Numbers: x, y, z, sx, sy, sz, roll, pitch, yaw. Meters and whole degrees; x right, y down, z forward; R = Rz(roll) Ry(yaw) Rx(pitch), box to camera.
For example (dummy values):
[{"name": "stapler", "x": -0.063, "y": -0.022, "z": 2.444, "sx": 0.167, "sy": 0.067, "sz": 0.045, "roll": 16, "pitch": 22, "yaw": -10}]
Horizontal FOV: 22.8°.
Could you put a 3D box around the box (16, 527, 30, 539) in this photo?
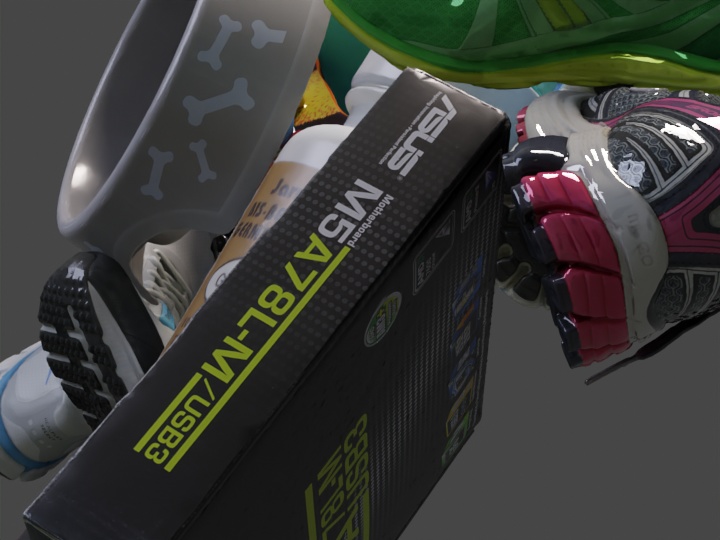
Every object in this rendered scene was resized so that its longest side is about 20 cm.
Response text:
[{"name": "box", "x": -0.092, "y": 0.114, "z": 0.980, "sx": 0.200, "sy": 0.106, "sz": 0.122, "roll": -53, "pitch": 6, "yaw": -32}]

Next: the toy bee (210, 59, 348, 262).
[{"name": "toy bee", "x": -0.023, "y": -0.057, "z": 0.957, "sx": 0.108, "sy": 0.202, "sz": 0.131, "roll": -12, "pitch": -27, "yaw": 4}]

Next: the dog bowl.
[{"name": "dog bowl", "x": -0.084, "y": -0.086, "z": 0.867, "sx": 0.200, "sy": 0.058, "sz": 0.201, "roll": -53, "pitch": 21, "yaw": 31}]

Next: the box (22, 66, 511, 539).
[{"name": "box", "x": -0.021, "y": 0.064, "z": 0.592, "sx": 0.194, "sy": 0.047, "sz": 0.201, "roll": -53, "pitch": -20, "yaw": -29}]

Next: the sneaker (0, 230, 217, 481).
[{"name": "sneaker", "x": -0.115, "y": 0.029, "z": 0.934, "sx": 0.086, "sy": 0.075, "sz": 0.201, "roll": -20, "pitch": 28, "yaw": 42}]

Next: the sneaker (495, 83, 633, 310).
[{"name": "sneaker", "x": 0.112, "y": -0.074, "z": 0.727, "sx": 0.200, "sy": 0.078, "sz": 0.090, "roll": -50, "pitch": 1, "yaw": -3}]

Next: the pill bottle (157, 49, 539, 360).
[{"name": "pill bottle", "x": 0.000, "y": 0.000, "z": 0.779, "sx": 0.201, "sy": 0.114, "sz": 0.114, "roll": -60, "pitch": 6, "yaw": -11}]

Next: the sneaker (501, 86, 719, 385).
[{"name": "sneaker", "x": 0.091, "y": -0.018, "z": 0.539, "sx": 0.074, "sy": 0.081, "sz": 0.200, "roll": -18, "pitch": 9, "yaw": 9}]

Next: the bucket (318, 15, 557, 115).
[{"name": "bucket", "x": 0.055, "y": -0.132, "z": 1.052, "sx": 0.207, "sy": 0.207, "sz": 0.135, "roll": -44, "pitch": 11, "yaw": 51}]

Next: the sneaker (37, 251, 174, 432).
[{"name": "sneaker", "x": -0.083, "y": 0.065, "z": 0.849, "sx": 0.080, "sy": 0.201, "sz": 0.073, "roll": -41, "pitch": 35, "yaw": -23}]

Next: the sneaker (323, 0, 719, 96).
[{"name": "sneaker", "x": 0.081, "y": -0.108, "z": 0.634, "sx": 0.074, "sy": 0.198, "sz": 0.084, "roll": -41, "pitch": -48, "yaw": -56}]

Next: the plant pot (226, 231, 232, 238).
[{"name": "plant pot", "x": -0.021, "y": -0.072, "z": 1.394, "sx": 0.197, "sy": 0.196, "sz": 0.200, "roll": -48, "pitch": -4, "yaw": 13}]
